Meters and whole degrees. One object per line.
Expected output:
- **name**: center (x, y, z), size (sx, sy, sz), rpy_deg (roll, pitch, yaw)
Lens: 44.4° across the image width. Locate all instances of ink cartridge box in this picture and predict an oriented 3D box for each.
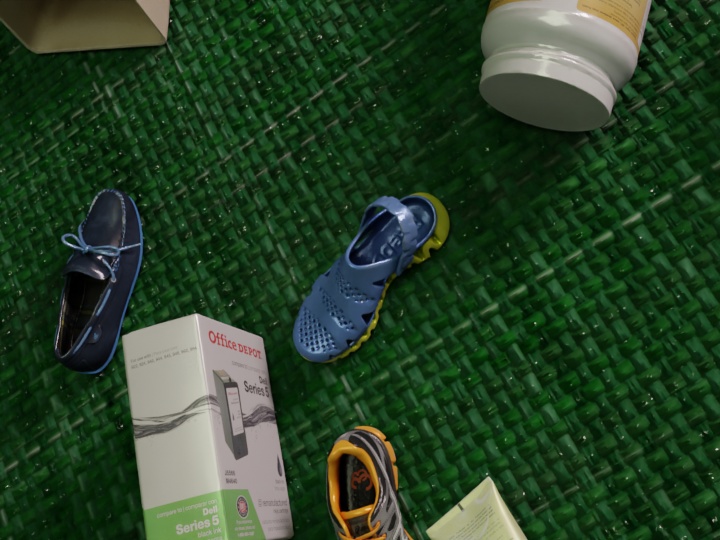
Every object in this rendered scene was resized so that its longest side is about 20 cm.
- **ink cartridge box**: center (-0.139, 0.156, 0.820), size (0.082, 0.145, 0.204), rpy_deg (-16, 73, 14)

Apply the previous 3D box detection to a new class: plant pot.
- **plant pot**: center (-0.329, -0.387, 1.002), size (0.196, 0.200, 0.180), rpy_deg (1, 66, 19)

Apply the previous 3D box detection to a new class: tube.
- **tube**: center (0.143, 0.279, 0.748), size (0.057, 0.052, 0.201), rpy_deg (-22, 60, -31)

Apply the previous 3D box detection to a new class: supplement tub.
- **supplement tub**: center (0.190, -0.244, 0.800), size (0.142, 0.144, 0.204), rpy_deg (14, 82, 22)

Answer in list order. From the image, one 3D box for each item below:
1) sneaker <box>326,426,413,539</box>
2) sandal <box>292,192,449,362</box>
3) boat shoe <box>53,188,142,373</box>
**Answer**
- **sneaker**: center (0.009, 0.240, 0.786), size (0.077, 0.077, 0.203), rpy_deg (-21, 72, 11)
- **sandal**: center (0.000, 0.000, 0.842), size (0.079, 0.087, 0.201), rpy_deg (37, 93, 21)
- **boat shoe**: center (-0.281, 0.007, 0.947), size (0.082, 0.069, 0.204), rpy_deg (-3, 76, 18)
